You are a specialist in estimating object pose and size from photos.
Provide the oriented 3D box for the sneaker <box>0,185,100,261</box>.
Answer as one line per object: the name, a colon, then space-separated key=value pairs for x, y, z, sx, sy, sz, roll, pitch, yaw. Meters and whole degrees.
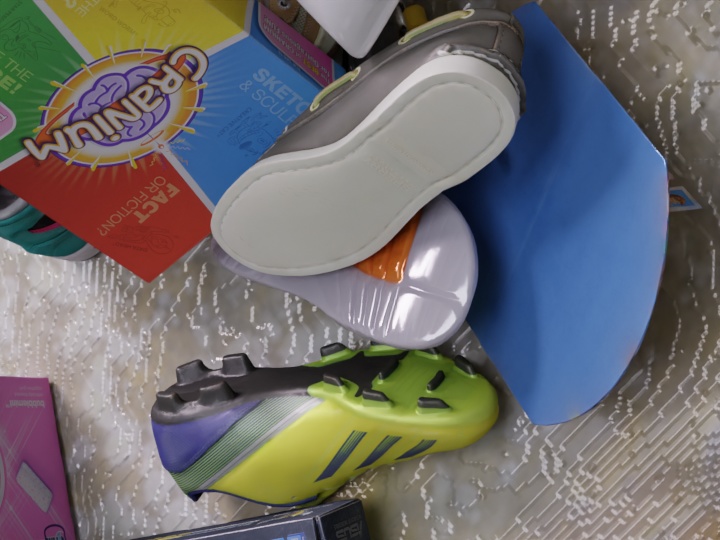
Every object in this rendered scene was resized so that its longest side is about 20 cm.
sneaker: x=-0.158 y=-0.099 z=1.156 sx=0.083 sy=0.120 sz=0.201 roll=32 pitch=104 yaw=28

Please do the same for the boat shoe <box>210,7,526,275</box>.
boat shoe: x=0.005 y=-0.059 z=1.026 sx=0.201 sy=0.072 sz=0.061 roll=-30 pitch=29 yaw=42

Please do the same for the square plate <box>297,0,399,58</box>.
square plate: x=-0.028 y=-0.225 z=0.943 sx=0.198 sy=0.028 sz=0.200 roll=48 pitch=133 yaw=16

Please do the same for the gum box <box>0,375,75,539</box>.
gum box: x=-0.244 y=0.118 z=1.152 sx=0.066 sy=0.200 sz=0.114 roll=-17 pitch=78 yaw=29

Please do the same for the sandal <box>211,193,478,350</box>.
sandal: x=0.003 y=-0.008 z=1.098 sx=0.206 sy=0.059 sz=0.080 roll=21 pitch=85 yaw=51

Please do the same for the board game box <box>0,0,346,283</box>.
board game box: x=-0.125 y=-0.096 z=1.049 sx=0.153 sy=0.200 sz=0.041 roll=-38 pitch=38 yaw=23

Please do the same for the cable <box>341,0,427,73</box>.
cable: x=0.015 y=-0.141 z=1.108 sx=0.097 sy=0.050 sz=0.202 roll=129 pitch=140 yaw=-60

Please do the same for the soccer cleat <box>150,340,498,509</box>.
soccer cleat: x=-0.016 y=0.085 z=1.110 sx=0.199 sy=0.065 sz=0.084 roll=-4 pitch=115 yaw=27

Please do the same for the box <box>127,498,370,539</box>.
box: x=-0.074 y=0.215 z=1.124 sx=0.199 sy=0.051 sz=0.159 roll=-13 pitch=90 yaw=31

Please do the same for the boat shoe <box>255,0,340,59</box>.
boat shoe: x=-0.038 y=-0.161 z=1.065 sx=0.200 sy=0.076 sz=0.072 roll=120 pitch=142 yaw=-52

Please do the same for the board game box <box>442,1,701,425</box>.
board game box: x=0.100 y=-0.025 z=1.028 sx=0.200 sy=0.039 sz=0.159 roll=58 pitch=138 yaw=44
